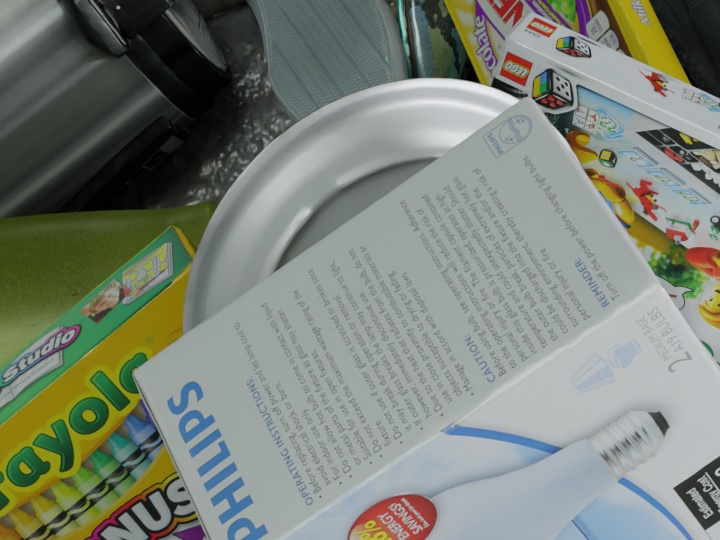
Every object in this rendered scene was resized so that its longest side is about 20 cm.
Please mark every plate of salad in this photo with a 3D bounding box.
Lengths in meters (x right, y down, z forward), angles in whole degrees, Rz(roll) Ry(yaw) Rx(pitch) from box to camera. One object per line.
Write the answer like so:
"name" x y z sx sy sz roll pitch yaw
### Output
"plate of salad" 0.013 0.005 1.049 0.200 0.200 0.048 -43 35 1

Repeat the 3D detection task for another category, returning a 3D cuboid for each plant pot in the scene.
"plant pot" -0.143 0.052 1.184 0.193 0.200 0.201 -17 65 1

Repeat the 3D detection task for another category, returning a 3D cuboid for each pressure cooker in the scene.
"pressure cooker" -0.164 -0.128 1.253 0.200 0.179 0.176 -38 59 5

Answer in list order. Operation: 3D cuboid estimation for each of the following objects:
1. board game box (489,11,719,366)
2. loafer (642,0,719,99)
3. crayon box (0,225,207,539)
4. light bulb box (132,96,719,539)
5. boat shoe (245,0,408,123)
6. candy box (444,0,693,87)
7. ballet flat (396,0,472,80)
"board game box" 0.142 -0.021 1.075 0.200 0.126 0.035 26 38 12
"loafer" 0.169 -0.116 1.116 0.070 0.068 0.201 -47 57 41
"crayon box" -0.106 0.108 1.091 0.200 0.173 0.058 -40 29 1
"light bulb box" 0.050 0.073 0.981 0.200 0.198 0.125 -35 46 6
"boat shoe" -0.016 -0.129 1.250 0.074 0.067 0.200 -31 54 11
"candy box" 0.086 -0.134 1.147 0.102 0.026 0.200 -50 52 42
"ballet flat" 0.044 -0.173 1.255 0.074 0.074 0.200 -16 68 15
